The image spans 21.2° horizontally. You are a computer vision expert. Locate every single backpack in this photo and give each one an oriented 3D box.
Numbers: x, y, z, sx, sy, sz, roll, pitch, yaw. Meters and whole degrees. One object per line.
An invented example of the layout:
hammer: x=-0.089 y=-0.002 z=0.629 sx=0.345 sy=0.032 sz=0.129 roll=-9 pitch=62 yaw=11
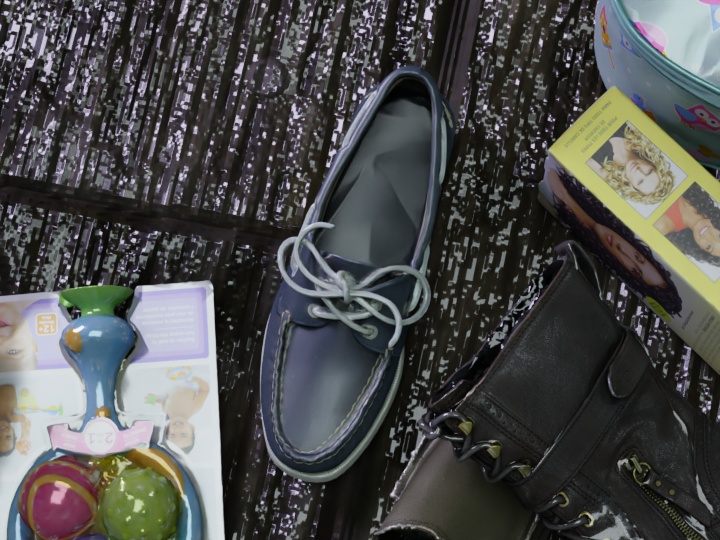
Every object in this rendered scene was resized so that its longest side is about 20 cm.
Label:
backpack: x=0.202 y=-0.149 z=0.897 sx=0.174 sy=0.153 sz=0.202 roll=23 pitch=80 yaw=4

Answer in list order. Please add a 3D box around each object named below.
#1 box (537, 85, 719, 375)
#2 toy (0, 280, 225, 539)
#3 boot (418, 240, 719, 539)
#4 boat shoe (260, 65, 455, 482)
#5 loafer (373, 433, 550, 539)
box: x=0.171 y=0.007 z=0.898 sx=0.050 sy=0.075 sz=0.200 roll=-44 pitch=77 yaw=-11
toy: x=-0.123 y=0.103 z=0.899 sx=0.114 sy=0.047 sz=0.202 roll=-4 pitch=75 yaw=3
boot: x=0.094 y=0.111 z=0.847 sx=0.174 sy=0.069 sz=0.201 roll=38 pitch=68 yaw=-14
boat shoe: x=0.000 y=0.000 z=0.912 sx=0.074 sy=0.062 sz=0.202 roll=21 pitch=78 yaw=6
loafer: x=0.046 y=0.122 z=0.875 sx=0.075 sy=0.070 sz=0.202 roll=22 pitch=78 yaw=8
